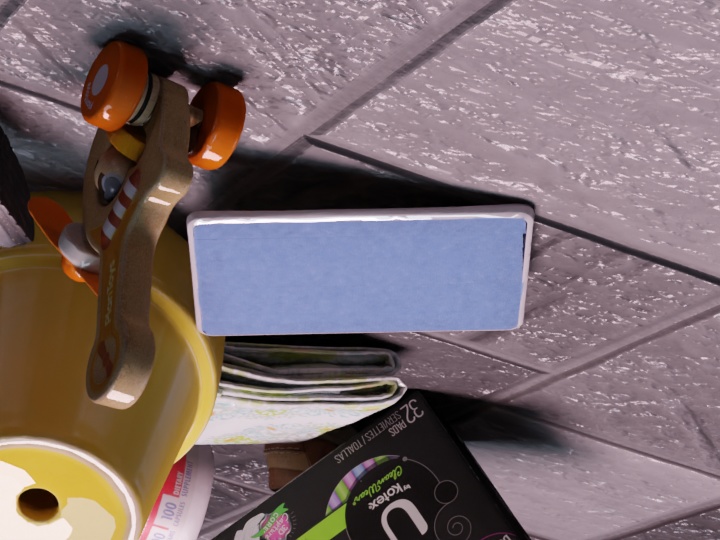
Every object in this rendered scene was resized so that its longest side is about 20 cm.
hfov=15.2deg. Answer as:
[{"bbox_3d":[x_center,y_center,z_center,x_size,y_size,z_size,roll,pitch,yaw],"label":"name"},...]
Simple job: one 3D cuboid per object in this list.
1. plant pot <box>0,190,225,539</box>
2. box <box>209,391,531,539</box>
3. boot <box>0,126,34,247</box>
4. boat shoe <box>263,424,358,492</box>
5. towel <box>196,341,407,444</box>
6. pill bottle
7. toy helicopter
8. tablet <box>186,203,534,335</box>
[{"bbox_3d":[-0.186,0.085,1.638,0.200,0.189,0.201,1,128,1],"label":"plant pot"},{"bbox_3d":[0.014,0.215,1.928,0.200,0.149,0.124,-36,150,2],"label":"box"},{"bbox_3d":[-0.281,-0.060,1.512,0.131,0.070,0.200,-26,136,15],"label":"boot"},{"bbox_3d":[-0.004,0.168,2.053,0.200,0.072,0.076,27,155,-38],"label":"boat shoe"},{"bbox_3d":[-0.084,0.090,1.861,0.171,0.048,0.200,5,165,-27],"label":"towel"},{"bbox_3d":[-0.223,0.157,2.081,0.200,0.113,0.112,17,160,-17],"label":"pill bottle"},{"bbox_3d":[-0.129,-0.013,1.426,0.079,0.200,0.132,21,141,-28],"label":"toy helicopter"},{"bbox_3d":[0.000,0.000,1.585,0.199,0.014,0.130,-1,147,-1],"label":"tablet"}]
